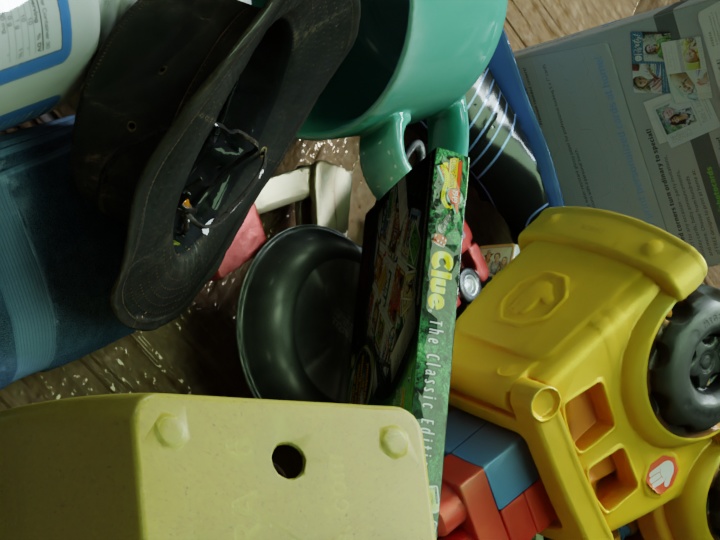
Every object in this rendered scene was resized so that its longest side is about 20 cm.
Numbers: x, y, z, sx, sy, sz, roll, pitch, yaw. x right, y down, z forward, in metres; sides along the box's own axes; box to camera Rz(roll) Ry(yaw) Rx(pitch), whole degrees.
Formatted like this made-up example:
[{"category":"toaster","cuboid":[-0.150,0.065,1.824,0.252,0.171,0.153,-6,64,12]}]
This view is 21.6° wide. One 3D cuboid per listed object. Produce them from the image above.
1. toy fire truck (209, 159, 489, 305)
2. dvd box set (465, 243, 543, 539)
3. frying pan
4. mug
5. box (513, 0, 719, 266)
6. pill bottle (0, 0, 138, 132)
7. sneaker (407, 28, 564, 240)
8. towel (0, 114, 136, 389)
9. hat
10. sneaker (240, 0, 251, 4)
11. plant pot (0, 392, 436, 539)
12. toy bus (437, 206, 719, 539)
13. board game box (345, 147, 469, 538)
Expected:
[{"category":"toy fire truck","cuboid":[-0.016,-0.007,1.040,0.200,0.048,0.142,-41,111,-44]},{"category":"dvd box set","cuboid":[0.096,0.106,1.132,0.146,0.029,0.202,46,50,-46]},{"category":"frying pan","cuboid":[0.006,0.016,1.004,0.190,0.031,0.116,-36,108,-41]},{"category":"mug","cuboid":[0.004,-0.137,1.023,0.114,0.151,0.187,-15,114,-50]},{"category":"box","cuboid":[0.175,-0.076,1.149,0.041,0.199,0.157,-28,102,-52]},{"category":"pill bottle","cuboid":[-0.186,-0.111,0.833,0.199,0.112,0.113,-29,103,-48]},{"category":"sneaker","cuboid":[0.066,-0.089,1.129,0.070,0.077,0.202,-84,153,-77]},{"category":"towel","cuboid":[-0.165,-0.005,0.880,0.199,0.048,0.113,-24,99,-47]},{"category":"hat","cuboid":[-0.082,-0.076,0.867,0.080,0.202,0.201,30,47,12]},{"category":"sneaker","cuboid":[-0.083,-0.188,0.969,0.147,0.080,0.201,-72,162,-49]},{"category":"plant pot","cuboid":[-0.065,0.147,0.803,0.198,0.176,0.202,6,66,-31]},{"category":"toy bus","cuboid":[0.107,0.099,0.954,0.192,0.135,0.201,-39,122,-25]},{"category":"board game box","cuboid":[0.018,0.052,0.911,0.023,0.105,0.202,12,71,-19]}]
